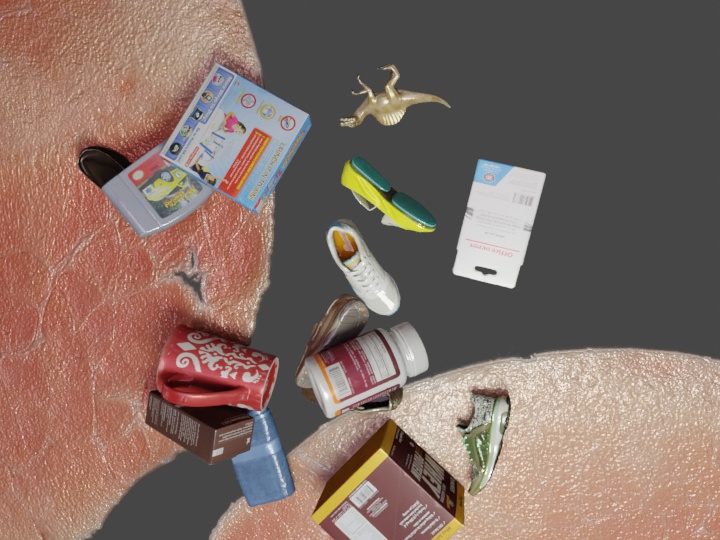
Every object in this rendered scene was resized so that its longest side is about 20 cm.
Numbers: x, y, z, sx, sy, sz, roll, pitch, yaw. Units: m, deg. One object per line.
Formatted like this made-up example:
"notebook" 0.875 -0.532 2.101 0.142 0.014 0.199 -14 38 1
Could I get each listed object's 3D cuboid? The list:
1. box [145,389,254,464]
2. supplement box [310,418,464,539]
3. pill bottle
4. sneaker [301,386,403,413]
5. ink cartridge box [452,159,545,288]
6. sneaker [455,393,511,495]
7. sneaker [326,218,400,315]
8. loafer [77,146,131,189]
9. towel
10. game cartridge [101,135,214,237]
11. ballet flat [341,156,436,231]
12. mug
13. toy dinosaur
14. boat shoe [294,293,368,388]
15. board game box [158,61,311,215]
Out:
"box" -0.308 0.286 1.167 0.199 0.100 0.075 18 102 33
"supplement box" 0.056 0.433 1.146 0.200 0.133 0.197 43 103 1
"pill bottle" 0.011 0.171 1.091 0.199 0.114 0.115 -21 96 -14
"sneaker" -0.021 0.230 1.156 0.199 0.076 0.071 -1 99 10
"ink cartridge box" 0.236 -0.082 1.062 0.115 0.067 0.201 14 101 8
"sneaker" 0.218 0.315 1.138 0.088 0.077 0.201 16 97 21
"sneaker" 0.000 0.000 1.113 0.076 0.081 0.200 -34 93 12
"loafer" -0.464 -0.172 1.174 0.200 0.071 0.073 34 103 3
"towel" -0.205 0.364 1.226 0.111 0.049 0.201 -16 95 14
"game cartridge" -0.358 -0.159 1.138 0.200 0.041 0.133 -40 95 -10
"ballet flat" 0.045 -0.122 1.100 0.200 0.067 0.067 40 125 5
"mug" -0.272 0.208 1.159 0.199 0.178 0.134 14 138 3
"toy dinosaur" 0.055 -0.307 1.075 0.199 0.058 0.102 -9 112 20
"boat shoe" -0.060 0.132 1.153 0.076 0.072 0.200 31 99 -39
"board game box" -0.221 -0.235 1.099 0.195 0.056 0.201 30 85 4
